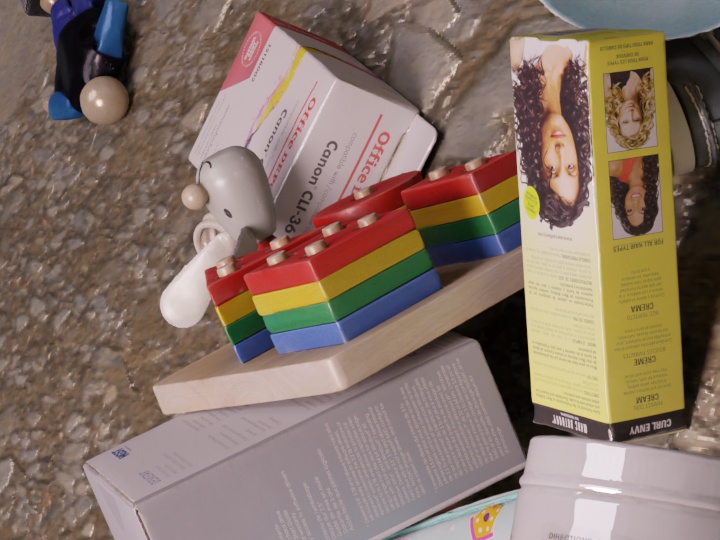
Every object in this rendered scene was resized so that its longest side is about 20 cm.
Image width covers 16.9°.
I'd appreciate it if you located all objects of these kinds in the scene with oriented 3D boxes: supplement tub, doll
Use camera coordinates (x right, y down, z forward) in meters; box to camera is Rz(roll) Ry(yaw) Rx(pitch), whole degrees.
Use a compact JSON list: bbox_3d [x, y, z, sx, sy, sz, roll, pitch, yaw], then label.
[{"bbox_3d":[0.121,0.180,1.049,0.132,0.132,0.200,-1,78,60],"label":"supplement tub"},{"bbox_3d":[-0.224,-0.189,2.001,0.137,0.048,0.200,-55,31,27],"label":"doll"}]

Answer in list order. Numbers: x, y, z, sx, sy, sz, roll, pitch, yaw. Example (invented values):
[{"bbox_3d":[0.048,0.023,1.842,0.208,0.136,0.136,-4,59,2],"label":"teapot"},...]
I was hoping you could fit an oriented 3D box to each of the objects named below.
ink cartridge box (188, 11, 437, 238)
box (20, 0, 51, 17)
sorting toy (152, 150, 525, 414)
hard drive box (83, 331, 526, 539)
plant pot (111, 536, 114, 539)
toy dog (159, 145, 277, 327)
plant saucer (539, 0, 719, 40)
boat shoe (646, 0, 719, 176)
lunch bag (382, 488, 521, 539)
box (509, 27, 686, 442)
[{"bbox_3d":[-0.033,-0.082,1.575,0.117,0.067,0.200,-64,29,10],"label":"ink cartridge box"},{"bbox_3d":[-0.282,-0.353,2.157,0.200,0.047,0.193,-118,38,-54],"label":"box"},{"bbox_3d":[0.000,0.000,1.330,0.199,0.200,0.070,-12,104,57],"label":"sorting toy"},{"bbox_3d":[-0.034,0.103,1.296,0.077,0.200,0.156,68,167,-10],"label":"hard drive box"},{"bbox_3d":[-0.099,0.241,1.386,0.200,0.200,0.190,-48,22,34],"label":"plant pot"},{"bbox_3d":[-0.077,0.035,1.478,0.200,0.096,0.132,62,149,16],"label":"toy dog"},{"bbox_3d":[0.172,-0.203,1.252,0.201,0.039,0.201,-11,66,26],"label":"plant saucer"},{"bbox_3d":[0.167,-0.118,1.280,0.062,0.073,0.200,-17,34,2],"label":"boat shoe"},{"bbox_3d":[0.067,0.199,1.205,0.200,0.077,0.161,-24,51,53],"label":"lunch bag"},{"bbox_3d":[0.118,-0.019,1.204,0.075,0.050,0.200,10,108,62],"label":"box"}]
